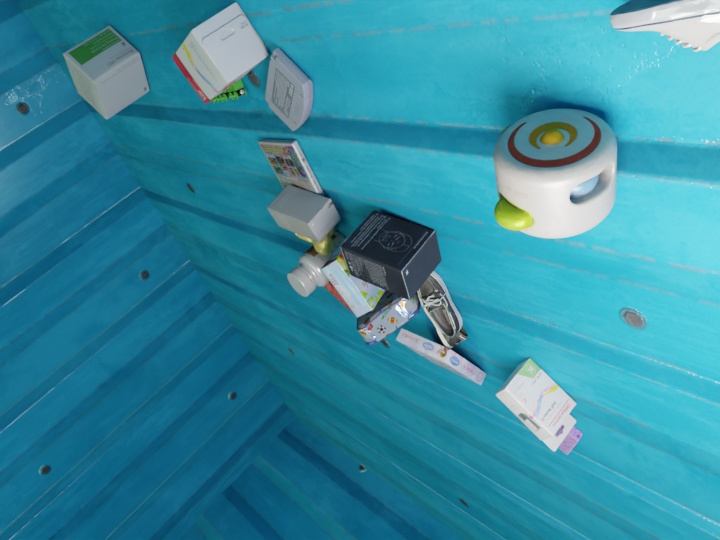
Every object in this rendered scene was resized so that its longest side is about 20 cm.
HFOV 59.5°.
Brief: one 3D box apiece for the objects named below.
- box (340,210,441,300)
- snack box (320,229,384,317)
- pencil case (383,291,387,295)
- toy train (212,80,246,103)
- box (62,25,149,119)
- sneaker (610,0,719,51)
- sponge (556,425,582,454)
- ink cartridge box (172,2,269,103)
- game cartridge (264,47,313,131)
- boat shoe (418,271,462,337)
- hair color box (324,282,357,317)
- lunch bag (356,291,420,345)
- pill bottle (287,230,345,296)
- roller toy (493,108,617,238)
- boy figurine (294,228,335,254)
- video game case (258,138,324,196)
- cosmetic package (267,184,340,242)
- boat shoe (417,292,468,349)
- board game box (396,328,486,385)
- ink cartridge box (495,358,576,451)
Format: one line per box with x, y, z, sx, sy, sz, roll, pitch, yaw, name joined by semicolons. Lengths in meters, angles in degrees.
0.077;-0.042;1.567;0.198;0.149;0.108;23;148;36;box
0.000;0.000;1.719;0.067;0.200;0.170;-27;105;37;snack box
0.049;0.064;1.874;0.200;0.091;0.083;43;156;10;pencil case
-0.385;-0.514;1.796;0.199;0.041;0.057;14;130;53;toy train
-0.874;-0.683;2.180;0.171;0.199;0.201;41;156;12;box
0.391;-0.294;0.743;0.199;0.073;0.071;17;139;50;sneaker
0.495;0.403;1.698;0.199;0.030;0.112;38;155;22;sponge
-0.349;-0.535;1.565;0.146;0.145;0.199;54;156;-17;ink cartridge box
-0.176;-0.438;1.556;0.134;0.040;0.200;49;157;6;game cartridge
0.192;0.083;1.631;0.073;0.068;0.201;-24;97;31;boat shoe
-0.026;0.058;1.981;0.199;0.101;0.061;41;156;13;hair color box
0.082;0.111;1.748;0.076;0.199;0.161;53;-167;-12;lunch bag
-0.122;-0.019;1.901;0.114;0.200;0.115;37;154;21;pill bottle
0.301;-0.159;0.977;0.179;0.202;0.141;-1;136;21;roller toy
-0.127;-0.111;1.866;0.200;0.122;0.065;44;139;52;boy figurine
-0.203;-0.298;1.834;0.199;0.024;0.184;18;142;51;video game case
-0.164;-0.166;1.813;0.199;0.107;0.091;27;156;40;cosmetic package
0.220;0.112;1.707;0.067;0.072;0.202;-29;97;27;boat shoe
0.231;0.247;1.806;0.199;0.042;0.199;20;169;47;board game box
0.449;0.333;1.558;0.200;0.117;0.067;44;154;8;ink cartridge box
